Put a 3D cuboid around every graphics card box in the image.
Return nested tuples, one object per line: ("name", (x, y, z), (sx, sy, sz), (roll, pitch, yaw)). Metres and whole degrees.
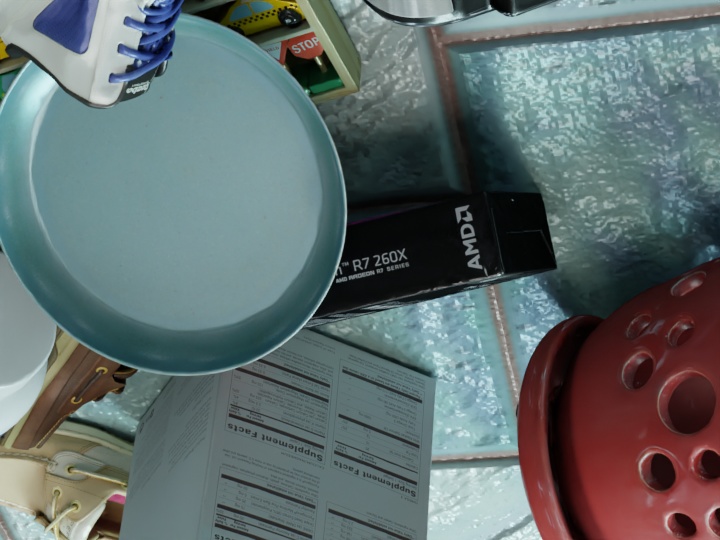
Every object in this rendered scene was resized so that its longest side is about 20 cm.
("graphics card box", (0.000, 0.000, 1.215), (0.199, 0.051, 0.125), (-12, 177, 20))

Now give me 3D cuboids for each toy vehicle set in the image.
("toy vehicle set", (-0.113, -0.121, 1.155), (0.199, 0.027, 0.124), (-15, 135, 20))

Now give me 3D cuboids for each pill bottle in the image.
("pill bottle", (-0.250, 0.057, 1.270), (0.111, 0.111, 0.200), (23, 152, -19))

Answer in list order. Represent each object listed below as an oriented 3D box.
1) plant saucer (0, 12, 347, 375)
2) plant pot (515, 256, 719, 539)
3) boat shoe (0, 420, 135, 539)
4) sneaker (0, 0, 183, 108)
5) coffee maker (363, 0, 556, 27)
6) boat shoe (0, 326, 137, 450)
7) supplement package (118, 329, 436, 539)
("plant saucer", (-0.101, -0.042, 1.145), (0.199, 0.027, 0.201), (4, 109, 12))
("plant pot", (0.202, 0.094, 1.249), (0.182, 0.201, 0.200), (-14, 136, 33))
("boat shoe", (-0.178, 0.151, 1.433), (0.199, 0.069, 0.074), (9, 138, -5))
("sneaker", (-0.106, -0.145, 1.060), (0.198, 0.081, 0.116), (-12, 106, 27))
("coffee maker", (0.068, -0.221, 0.946), (0.191, 0.135, 0.200), (-5, 138, 10))
("boat shoe", (-0.169, 0.054, 1.322), (0.067, 0.072, 0.200), (19, 137, -17))
("supplement package", (-0.056, 0.160, 1.334), (0.150, 0.201, 0.152), (21, 136, -18))
